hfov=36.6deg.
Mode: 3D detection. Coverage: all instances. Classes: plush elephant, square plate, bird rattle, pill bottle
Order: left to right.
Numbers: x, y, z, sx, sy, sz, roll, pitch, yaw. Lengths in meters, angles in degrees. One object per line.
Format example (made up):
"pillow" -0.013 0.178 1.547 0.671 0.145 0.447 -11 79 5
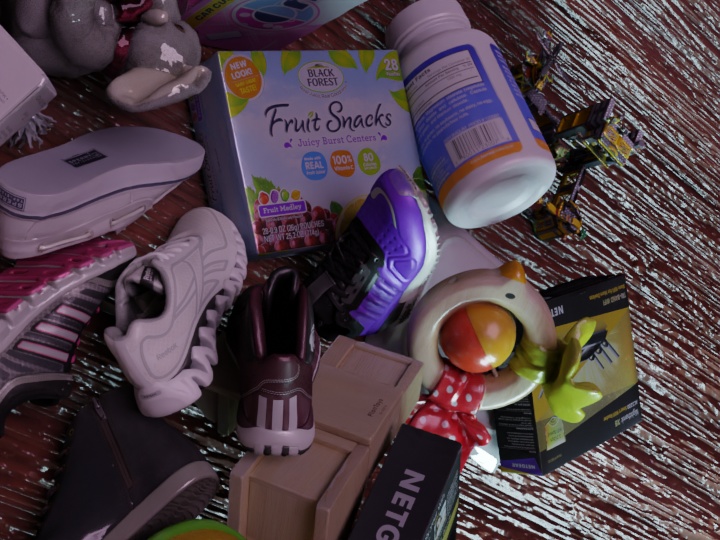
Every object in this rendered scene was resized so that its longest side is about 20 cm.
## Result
"plush elephant" -0.182 -0.185 0.806 0.153 0.165 0.203 -1 110 -25
"pill bottle" 0.094 -0.151 1.017 0.111 0.112 0.202 -2 60 -38
"square plate" 0.103 0.061 1.058 0.197 0.028 0.202 38 60 -26
"bird rattle" 0.106 0.075 0.947 0.164 0.198 0.113 63 21 -20

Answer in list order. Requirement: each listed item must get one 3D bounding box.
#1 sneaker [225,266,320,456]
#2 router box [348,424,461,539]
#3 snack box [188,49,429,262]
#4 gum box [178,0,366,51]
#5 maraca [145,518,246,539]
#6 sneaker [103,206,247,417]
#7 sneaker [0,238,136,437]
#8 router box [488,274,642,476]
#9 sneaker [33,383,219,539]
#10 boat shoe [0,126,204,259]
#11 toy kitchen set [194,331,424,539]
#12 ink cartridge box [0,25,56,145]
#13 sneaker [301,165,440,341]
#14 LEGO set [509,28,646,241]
"sneaker" -0.059 0.035 0.813 0.075 0.201 0.117 0 120 -11
"router box" 0.018 0.245 0.823 0.158 0.052 0.201 88 24 -47
"snack box" -0.042 -0.103 0.952 0.198 0.067 0.171 -9 86 -40
"gum box" -0.069 -0.241 0.873 0.112 0.199 0.067 3 78 -38
"maraca" -0.135 0.263 0.729 0.137 0.106 0.201 48 63 -24
"sneaker" -0.137 0.010 0.811 0.081 0.074 0.201 55 25 -33
"sneaker" -0.228 0.048 0.776 0.200 0.073 0.088 -46 129 -47
"router box" 0.204 0.098 1.085 0.199 0.052 0.160 -15 98 -47
"sneaker" -0.205 0.178 0.776 0.199 0.075 0.106 -39 61 -15
"boat shoe" -0.194 -0.058 0.824 0.200 0.071 0.066 -36 147 -57
"toy kitchen set" -0.066 0.168 0.881 0.200 0.161 0.183 -48 150 -55
"ink cartridge box" -0.332 -0.135 0.711 0.176 0.045 0.200 -43 89 -10
"sneaker" 0.000 0.001 0.899 0.098 0.201 0.070 -20 60 -21
"LEGO set" 0.203 -0.133 1.117 0.200 0.115 0.154 48 56 -20
